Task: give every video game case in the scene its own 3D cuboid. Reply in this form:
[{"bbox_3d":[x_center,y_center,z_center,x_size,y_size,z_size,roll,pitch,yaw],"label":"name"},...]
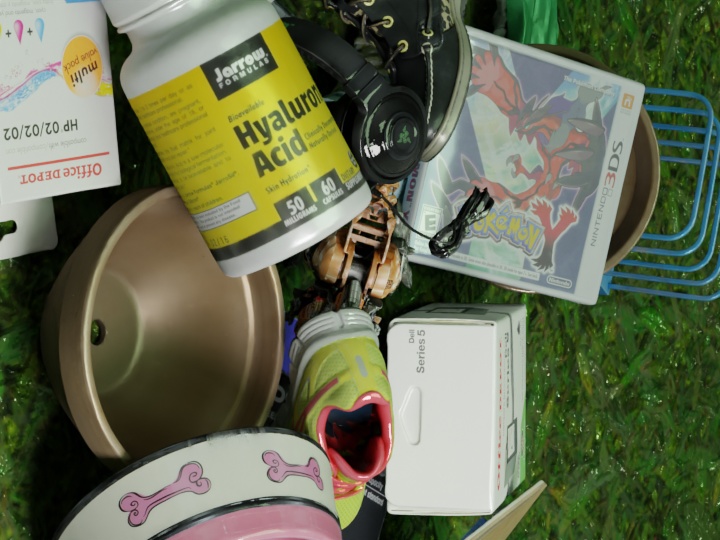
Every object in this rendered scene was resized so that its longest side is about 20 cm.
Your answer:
[{"bbox_3d":[0.125,-0.079,1.815,0.200,0.023,0.183,13,89,-36],"label":"video game case"}]

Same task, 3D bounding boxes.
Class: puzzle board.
[{"bbox_3d":[0.054,0.249,1.796,0.151,0.017,0.200,-32,161,-49],"label":"puzzle board"}]

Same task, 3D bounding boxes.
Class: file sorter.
[{"bbox_3d":[0.250,-0.066,2.011,0.200,0.122,0.139,42,57,-66],"label":"file sorter"}]

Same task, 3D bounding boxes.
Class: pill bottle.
[{"bbox_3d":[-0.084,-0.106,1.497,0.111,0.111,0.200,-38,102,-45],"label":"pill bottle"}]

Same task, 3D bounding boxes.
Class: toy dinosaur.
[{"bbox_3d":[0.000,0.000,1.679,0.102,0.200,0.136,38,13,-11],"label":"toy dinosaur"}]

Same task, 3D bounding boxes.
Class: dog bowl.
[{"bbox_3d":[-0.100,0.190,1.542,0.200,0.200,0.074,22,35,-51],"label":"dog bowl"}]

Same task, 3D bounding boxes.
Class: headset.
[{"bbox_3d":[0.006,-0.093,1.583,0.094,0.123,0.200,-46,104,-28],"label":"headset"}]

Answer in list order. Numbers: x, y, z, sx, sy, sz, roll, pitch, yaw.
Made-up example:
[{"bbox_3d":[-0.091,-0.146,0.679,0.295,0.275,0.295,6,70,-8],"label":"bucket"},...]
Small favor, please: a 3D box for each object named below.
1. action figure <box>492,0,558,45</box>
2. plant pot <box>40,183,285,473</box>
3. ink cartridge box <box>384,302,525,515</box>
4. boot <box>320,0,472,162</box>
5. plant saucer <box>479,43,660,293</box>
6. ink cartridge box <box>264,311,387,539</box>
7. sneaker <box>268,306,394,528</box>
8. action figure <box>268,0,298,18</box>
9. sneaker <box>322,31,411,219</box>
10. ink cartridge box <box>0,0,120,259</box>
[{"bbox_3d":[0.132,-0.166,1.951,0.118,0.055,0.200,0,96,-51],"label":"action figure"},{"bbox_3d":[-0.146,0.042,1.562,0.201,0.093,0.201,-5,97,-53],"label":"plant pot"},{"bbox_3d":[0.076,0.102,1.802,0.200,0.084,0.146,-17,107,-79],"label":"ink cartridge box"},{"bbox_3d":[0.001,-0.183,1.702,0.154,0.073,0.204,17,56,-23],"label":"boot"},{"bbox_3d":[0.141,-0.081,1.892,0.029,0.200,0.200,162,-69,-87],"label":"plant saucer"},{"bbox_3d":[-0.045,0.137,1.742,0.198,0.043,0.200,34,63,-48],"label":"ink cartridge box"},{"bbox_3d":[-0.017,0.124,1.623,0.078,0.090,0.200,-13,137,-17],"label":"sneaker"},{"bbox_3d":[-0.083,-0.259,1.571,0.200,0.105,0.194,36,27,-49],"label":"action figure"},{"bbox_3d":[0.005,-0.138,1.766,0.130,0.079,0.200,3,88,-54],"label":"sneaker"},{"bbox_3d":[-0.216,-0.105,1.484,0.115,0.068,0.200,-14,103,-53],"label":"ink cartridge box"}]
